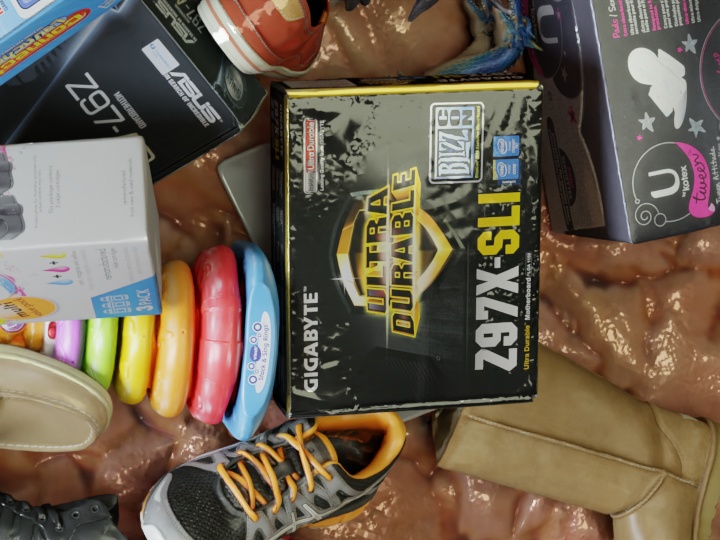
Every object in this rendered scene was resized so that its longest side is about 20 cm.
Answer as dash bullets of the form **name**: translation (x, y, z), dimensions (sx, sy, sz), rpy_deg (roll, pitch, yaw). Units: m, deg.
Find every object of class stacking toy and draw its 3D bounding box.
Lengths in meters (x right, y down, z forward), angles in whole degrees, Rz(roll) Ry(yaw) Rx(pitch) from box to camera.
- **stacking toy**: translation (-0.152, 0.035, 1.550), dimensions (0.199, 0.110, 0.117), rpy_deg (4, 95, -11)

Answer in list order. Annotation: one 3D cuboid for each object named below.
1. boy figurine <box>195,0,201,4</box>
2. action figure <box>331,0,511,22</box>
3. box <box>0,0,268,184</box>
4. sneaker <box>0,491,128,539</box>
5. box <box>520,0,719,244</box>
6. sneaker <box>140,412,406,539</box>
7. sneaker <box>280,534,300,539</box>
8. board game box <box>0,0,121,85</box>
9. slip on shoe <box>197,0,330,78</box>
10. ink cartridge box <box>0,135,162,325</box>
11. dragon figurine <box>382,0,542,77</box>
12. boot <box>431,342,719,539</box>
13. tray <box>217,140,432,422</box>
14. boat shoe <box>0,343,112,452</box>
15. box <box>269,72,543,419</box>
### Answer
- **boy figurine**: translation (-0.167, -0.230, 1.536), dimensions (0.124, 0.064, 0.201), rpy_deg (-31, 103, -29)
- **action figure**: translation (0.015, -0.224, 1.598), dimensions (0.200, 0.102, 0.119), rpy_deg (39, 76, -4)
- **box**: translation (-0.175, -0.133, 1.495), dimensions (0.200, 0.160, 0.044), rpy_deg (52, 35, -17)
- **sneaker**: translation (-0.184, 0.160, 1.526), dimensions (0.104, 0.060, 0.200), rpy_deg (-38, 82, -12)
- **box**: translation (0.176, -0.126, 1.651), dimensions (0.114, 0.132, 0.201), rpy_deg (-11, 97, -18)
- **sneaker**: translation (-0.051, 0.125, 1.562), dimensions (0.200, 0.077, 0.078), rpy_deg (-22, 73, -47)
- **sneaker**: translation (-0.107, 0.201, 1.576), dimensions (0.199, 0.082, 0.078), rpy_deg (-11, 98, -20)
- **board game box**: translation (-0.256, -0.178, 1.392), dimensions (0.195, 0.056, 0.200), rpy_deg (-33, 77, 10)
- **slip on shoe**: translation (-0.044, -0.155, 1.529), dimensions (0.061, 0.200, 0.074), rpy_deg (-35, 91, 11)
- **ink cartridge box**: translation (-0.215, -0.018, 1.464), dimensions (0.199, 0.115, 0.068), rpy_deg (-4, 68, -1)
- **dragon figurine**: translation (0.069, -0.080, 1.643), dimensions (0.099, 0.059, 0.201), rpy_deg (-5, 88, -15)
- **boot**: translation (0.133, 0.145, 1.687), dimensions (0.199, 0.066, 0.176), rpy_deg (21, 73, -23)
- **tray**: translation (0.000, 0.000, 1.623), dimensions (0.107, 0.022, 0.201), rpy_deg (-22, 103, 16)
- **boat shoe**: translation (-0.243, 0.082, 1.500), dimensions (0.199, 0.072, 0.065), rpy_deg (11, 45, -13)
- **box**: translation (0.027, -0.016, 1.561), dimensions (0.159, 0.049, 0.201), rpy_deg (-3, 104, -15)
